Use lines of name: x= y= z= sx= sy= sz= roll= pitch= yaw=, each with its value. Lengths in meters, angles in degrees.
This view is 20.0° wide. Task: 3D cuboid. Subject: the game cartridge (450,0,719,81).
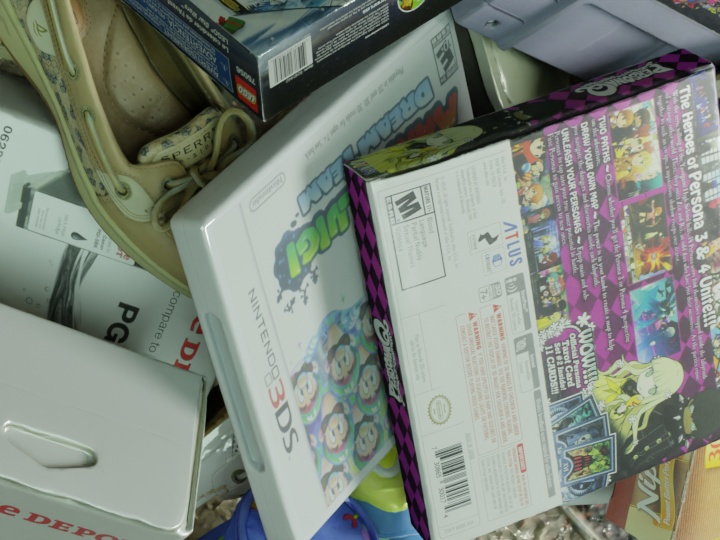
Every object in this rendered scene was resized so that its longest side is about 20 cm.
game cartridge: x=0.152 y=-0.131 z=0.994 sx=0.129 sy=0.039 sz=0.199 roll=-25 pitch=153 yaw=36

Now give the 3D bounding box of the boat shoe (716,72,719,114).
boat shoe: x=0.167 y=-0.054 z=1.026 sx=0.200 sy=0.072 sz=0.066 roll=-23 pitch=78 yaw=-1

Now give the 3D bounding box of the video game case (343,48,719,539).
video game case: x=0.094 y=0.015 z=0.967 sx=0.180 sy=0.036 sz=0.201 roll=-20 pitch=118 yaw=-15

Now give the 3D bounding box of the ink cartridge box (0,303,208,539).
ink cartridge box: x=-0.179 y=0.100 z=0.934 sx=0.144 sy=0.088 sz=0.200 roll=20 pitch=146 yaw=-24

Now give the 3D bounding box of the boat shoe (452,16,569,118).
boat shoe: x=0.045 y=-0.132 z=1.021 sx=0.202 sy=0.060 sz=0.072 roll=58 pitch=43 yaw=-34

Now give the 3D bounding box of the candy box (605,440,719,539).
candy box: x=0.234 y=0.088 z=1.133 sx=0.199 sy=0.055 sz=0.116 roll=-1 pitch=108 yaw=-39

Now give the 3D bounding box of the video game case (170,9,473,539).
video game case: x=0.000 y=0.000 z=0.957 sx=0.200 sy=0.024 sz=0.183 roll=-45 pitch=133 yaw=-39

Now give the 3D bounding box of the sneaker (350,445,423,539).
sneaker: x=0.009 y=0.182 z=1.071 sx=0.075 sy=0.106 sz=0.201 roll=-10 pitch=138 yaw=-7

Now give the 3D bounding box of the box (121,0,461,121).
box: x=-0.008 y=-0.157 z=0.869 sx=0.199 sy=0.137 sz=0.040 roll=-33 pitch=146 yaw=-24

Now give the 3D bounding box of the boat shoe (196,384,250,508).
boat shoe: x=-0.051 y=0.088 z=1.049 sx=0.200 sy=0.071 sz=0.069 roll=-41 pitch=105 yaw=12

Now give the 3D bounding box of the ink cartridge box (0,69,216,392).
ink cartridge box: x=-0.156 y=-0.007 z=0.986 sx=0.199 sy=0.083 sz=0.148 roll=20 pitch=102 yaw=-23

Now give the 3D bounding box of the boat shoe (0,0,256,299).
boat shoe: x=-0.099 y=-0.073 z=0.914 sx=0.073 sy=0.063 sz=0.201 roll=-42 pitch=102 yaw=-31

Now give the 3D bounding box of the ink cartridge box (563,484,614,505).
ink cartridge box: x=0.097 y=0.034 z=1.109 sx=0.198 sy=0.047 sz=0.199 roll=-1 pitch=109 yaw=-20

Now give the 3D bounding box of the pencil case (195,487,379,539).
pencil case: x=-0.068 y=0.169 z=1.036 sx=0.078 sy=0.087 sz=0.200 roll=13 pitch=147 yaw=-28

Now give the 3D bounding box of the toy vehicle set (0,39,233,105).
toy vehicle set: x=-0.089 y=-0.178 z=0.955 sx=0.123 sy=0.027 sz=0.201 roll=13 pitch=116 yaw=-22
